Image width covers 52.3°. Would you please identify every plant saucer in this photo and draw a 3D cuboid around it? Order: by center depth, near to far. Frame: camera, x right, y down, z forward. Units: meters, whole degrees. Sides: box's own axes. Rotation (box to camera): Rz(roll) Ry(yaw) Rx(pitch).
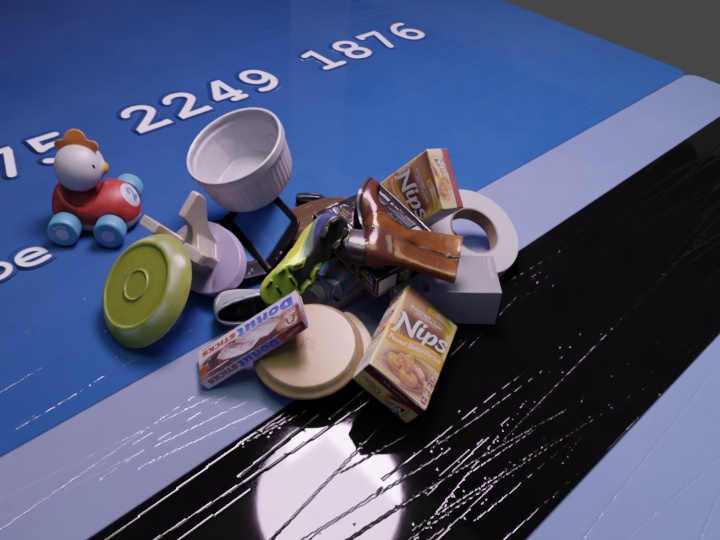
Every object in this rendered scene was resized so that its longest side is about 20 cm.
[{"bbox_3d":[-0.370,0.028,1.238,0.197,0.031,0.203,-12,65,27],"label":"plant saucer"},{"bbox_3d":[-0.093,-0.103,1.465,0.197,0.030,0.201,-15,21,6],"label":"plant saucer"}]

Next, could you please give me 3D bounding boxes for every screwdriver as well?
[{"bbox_3d":[-0.044,-0.147,1.596,0.196,0.029,0.028,8,38,-2],"label":"screwdriver"}]

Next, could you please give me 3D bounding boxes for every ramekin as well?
[{"bbox_3d":[-0.226,-0.208,1.425,0.197,0.106,0.203,-10,52,13],"label":"ramekin"}]

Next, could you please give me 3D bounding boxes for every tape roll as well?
[{"bbox_3d":[0.219,-0.071,1.460,0.199,0.037,0.206,11,57,-16],"label":"tape roll"}]

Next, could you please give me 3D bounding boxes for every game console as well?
[{"bbox_3d":[-0.238,-0.081,1.413,0.170,0.120,0.200,-14,42,-32],"label":"game console"}]

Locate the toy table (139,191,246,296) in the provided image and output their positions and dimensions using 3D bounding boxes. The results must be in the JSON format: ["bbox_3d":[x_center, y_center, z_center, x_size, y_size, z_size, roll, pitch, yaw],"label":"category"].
[{"bbox_3d":[-0.307,-0.038,1.315,0.198,0.117,0.186,14,78,35],"label":"toy table"}]

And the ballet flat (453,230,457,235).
[{"bbox_3d":[0.114,-0.093,1.524,0.198,0.069,0.075,26,21,15],"label":"ballet flat"}]

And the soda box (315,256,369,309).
[{"bbox_3d":[0.000,0.000,1.381,0.199,0.069,0.063,-29,49,-36],"label":"soda box"}]

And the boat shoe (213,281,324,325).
[{"bbox_3d":[-0.158,0.064,1.280,0.197,0.071,0.072,-7,22,-4],"label":"boat shoe"}]

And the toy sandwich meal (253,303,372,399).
[{"bbox_3d":[-0.079,0.138,1.214,0.201,0.071,0.207,-1,50,1],"label":"toy sandwich meal"}]

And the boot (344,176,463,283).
[{"bbox_3d":[0.083,-0.075,1.273,0.196,0.069,0.190,9,46,2],"label":"boot"}]

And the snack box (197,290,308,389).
[{"bbox_3d":[-0.175,0.112,1.182,0.198,0.024,0.072,-32,40,9],"label":"snack box"}]

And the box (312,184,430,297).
[{"bbox_3d":[0.031,-0.060,1.333,0.158,0.050,0.200,-27,55,-26],"label":"box"}]

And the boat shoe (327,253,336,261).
[{"bbox_3d":[-0.015,-0.051,1.441,0.067,0.073,0.200,29,49,20],"label":"boat shoe"}]

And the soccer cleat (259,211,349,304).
[{"bbox_3d":[-0.099,-0.020,1.262,0.200,0.065,0.083,-48,26,-12],"label":"soccer cleat"}]

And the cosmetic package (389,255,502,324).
[{"bbox_3d":[0.152,0.033,1.345,0.196,0.091,0.108,-2,42,-3],"label":"cosmetic package"}]

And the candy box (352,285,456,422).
[{"bbox_3d":[0.077,0.132,1.194,0.115,0.055,0.201,40,42,-8],"label":"candy box"}]

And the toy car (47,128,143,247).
[{"bbox_3d":[-0.529,-0.181,1.442,0.173,0.202,0.186,3,39,-3],"label":"toy car"}]

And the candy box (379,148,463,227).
[{"bbox_3d":[0.104,-0.139,1.399,0.055,0.199,0.117,-9,79,-33],"label":"candy box"}]
